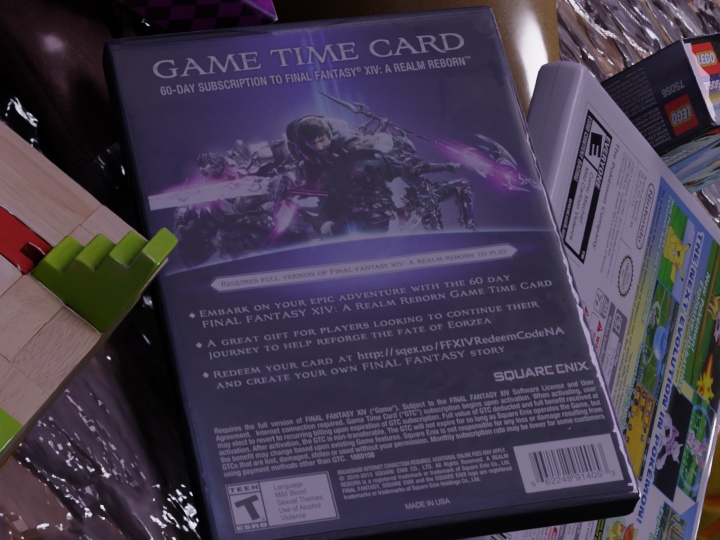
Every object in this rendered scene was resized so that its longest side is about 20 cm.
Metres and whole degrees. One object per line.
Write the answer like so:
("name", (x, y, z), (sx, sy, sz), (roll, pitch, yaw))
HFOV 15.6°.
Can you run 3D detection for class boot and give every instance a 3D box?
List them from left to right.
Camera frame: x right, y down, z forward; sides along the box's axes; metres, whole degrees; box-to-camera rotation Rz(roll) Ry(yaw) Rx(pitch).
("boot", (-0.136, -0.136, 0.982), (0.166, 0.072, 0.200), (58, 13, -21))

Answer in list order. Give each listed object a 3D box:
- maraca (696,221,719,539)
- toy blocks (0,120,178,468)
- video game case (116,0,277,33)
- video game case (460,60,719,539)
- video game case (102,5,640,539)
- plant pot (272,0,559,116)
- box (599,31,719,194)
("maraca", (0.152, 0.063, 1.148), (0.107, 0.137, 0.200), (17, -35, 35))
("toy blocks", (-0.135, -0.007, 0.690), (0.137, 0.100, 0.200), (39, 18, -3))
("video game case", (-0.114, -0.184, 0.932), (0.200, 0.036, 0.181), (26, 40, -61))
("video game case", (0.088, 0.052, 0.983), (0.182, 0.022, 0.200), (42, 57, -52))
("video game case", (0.000, 0.000, 0.887), (0.019, 0.143, 0.200), (105, -26, -56))
("plant pot", (0.010, -0.130, 1.149), (0.200, 0.186, 0.186), (53, 12, -45))
("box", (0.114, -0.050, 1.106), (0.137, 0.200, 0.040), (-14, 80, -44))
